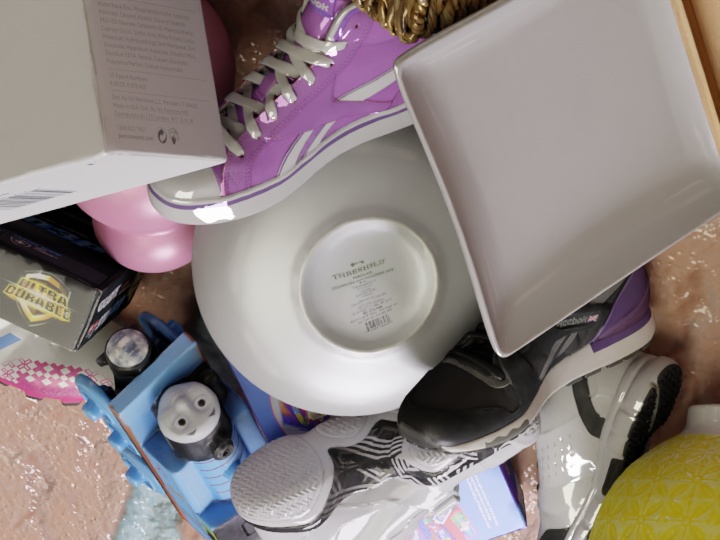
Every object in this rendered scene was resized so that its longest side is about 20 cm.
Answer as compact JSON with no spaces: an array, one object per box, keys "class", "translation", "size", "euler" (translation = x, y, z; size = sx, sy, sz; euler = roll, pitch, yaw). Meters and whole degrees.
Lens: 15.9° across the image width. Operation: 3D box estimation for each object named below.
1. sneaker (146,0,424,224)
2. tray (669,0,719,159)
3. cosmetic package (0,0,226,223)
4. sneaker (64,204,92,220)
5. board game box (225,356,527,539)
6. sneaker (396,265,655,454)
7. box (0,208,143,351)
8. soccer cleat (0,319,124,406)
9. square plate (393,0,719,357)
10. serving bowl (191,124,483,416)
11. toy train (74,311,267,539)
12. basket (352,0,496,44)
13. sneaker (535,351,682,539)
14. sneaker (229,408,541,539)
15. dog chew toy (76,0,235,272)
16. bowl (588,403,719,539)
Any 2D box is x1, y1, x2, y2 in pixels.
[{"class":"sneaker","translation":[-0.042,-0.112,1.471],"size":[0.073,0.200,0.114],"euler":[47,161,37]},{"class":"tray","translation":[0.230,-0.137,1.434],"size":[0.098,0.037,0.200],"euler":[-13,121,17]},{"class":"cosmetic package","translation":[-0.200,-0.137,1.433],"size":[0.199,0.123,0.201],"euler":[-13,84,30]},{"class":"sneaker","translation":[-0.227,-0.072,1.625],"size":[0.200,0.099,0.071],"euler":[38,127,-11]},{"class":"board game box","translation":[0.011,0.099,1.669],"size":[0.134,0.045,0.200],"euler":[-19,118,9]},{"class":"sneaker","translation":[0.093,0.031,1.531],"size":[0.076,0.200,0.088],"euler":[23,132,40]},{"class":"box","translation":[-0.242,-0.022,1.629],"size":[0.199,0.159,0.046],"euler":[24,102,3]},{"class":"soccer cleat","translation":[-0.235,0.030,1.723],"size":[0.199,0.070,0.087],"euler":[13,129,12]},{"class":"square plate","translation":[0.121,-0.082,1.455],"size":[0.028,0.198,0.201],"euler":[28,146,53]},{"class":"serving bowl","translation":[0.000,0.000,1.550],"size":[0.199,0.066,0.201],"euler":[-3,108,-10]},{"class":"toy train","translation":[-0.110,0.106,1.678],"size":[0.114,0.087,0.200],"euler":[38,165,26]},{"class":"basket","translation":[0.058,-0.249,1.409],"size":[0.143,0.149,0.200],"euler":[44,137,30]},{"class":"sneaker","translation":[0.143,0.114,1.652],"size":[0.080,0.074,0.200],"euler":[33,131,21]},{"class":"sneaker","translation":[0.026,0.143,1.629],"size":[0.199,0.075,0.115],"euler":[-18,126,4]},{"class":"dog chew toy","translation":[-0.133,-0.081,1.570],"size":[0.124,0.125,0.201],"euler":[9,132,15]},{"class":"bowl","translation":[0.239,0.139,1.583],"size":[0.199,0.200,0.108],"euler":[2,83,20]}]
